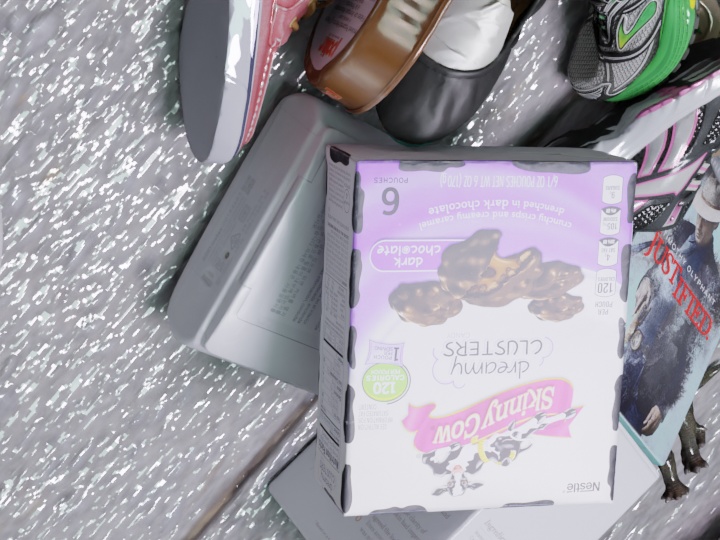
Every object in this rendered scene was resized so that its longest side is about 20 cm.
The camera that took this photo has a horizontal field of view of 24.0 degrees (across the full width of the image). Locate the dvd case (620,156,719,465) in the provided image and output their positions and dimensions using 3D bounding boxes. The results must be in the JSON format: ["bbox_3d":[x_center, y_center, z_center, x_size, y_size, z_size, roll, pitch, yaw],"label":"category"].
[{"bbox_3d":[0.212,0.014,1.174,0.146,0.022,0.201,47,62,-41],"label":"dvd case"}]

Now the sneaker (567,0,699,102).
[{"bbox_3d":[0.159,-0.175,1.016,0.084,0.079,0.201,-10,149,-18],"label":"sneaker"}]

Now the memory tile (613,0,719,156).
[{"bbox_3d":[0.278,-0.135,1.128,0.199,0.017,0.154,24,104,-13],"label":"memory tile"}]

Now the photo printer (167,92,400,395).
[{"bbox_3d":[0.000,0.000,1.046,0.199,0.069,0.167,23,102,-38],"label":"photo printer"}]

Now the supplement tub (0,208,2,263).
[{"bbox_3d":[-0.286,-0.013,0.810,0.199,0.140,0.141,15,108,-38],"label":"supplement tub"}]

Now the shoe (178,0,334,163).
[{"bbox_3d":[-0.042,-0.155,0.929,0.090,0.071,0.202,-3,115,-27],"label":"shoe"}]

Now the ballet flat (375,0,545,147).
[{"bbox_3d":[0.070,-0.159,0.965,0.201,0.068,0.069,-56,171,-29],"label":"ballet flat"}]

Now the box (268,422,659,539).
[{"bbox_3d":[0.067,0.140,1.119,0.200,0.152,0.106,-43,130,-2],"label":"box"}]

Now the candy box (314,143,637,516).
[{"bbox_3d":[0.064,0.032,0.966,0.166,0.072,0.202,-1,101,-16],"label":"candy box"}]

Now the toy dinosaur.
[{"bbox_3d":[0.213,0.104,1.238,0.199,0.077,0.103,-31,106,-26],"label":"toy dinosaur"}]

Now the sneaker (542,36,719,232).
[{"bbox_3d":[0.194,-0.074,1.094,0.199,0.080,0.087,-33,108,18],"label":"sneaker"}]

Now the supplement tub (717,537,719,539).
[{"bbox_3d":[0.378,0.258,1.393,0.199,0.145,0.146,-23,127,-19],"label":"supplement tub"}]

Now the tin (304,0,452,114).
[{"bbox_3d":[0.033,-0.182,0.933,0.042,0.112,0.201,29,95,-15],"label":"tin"}]
